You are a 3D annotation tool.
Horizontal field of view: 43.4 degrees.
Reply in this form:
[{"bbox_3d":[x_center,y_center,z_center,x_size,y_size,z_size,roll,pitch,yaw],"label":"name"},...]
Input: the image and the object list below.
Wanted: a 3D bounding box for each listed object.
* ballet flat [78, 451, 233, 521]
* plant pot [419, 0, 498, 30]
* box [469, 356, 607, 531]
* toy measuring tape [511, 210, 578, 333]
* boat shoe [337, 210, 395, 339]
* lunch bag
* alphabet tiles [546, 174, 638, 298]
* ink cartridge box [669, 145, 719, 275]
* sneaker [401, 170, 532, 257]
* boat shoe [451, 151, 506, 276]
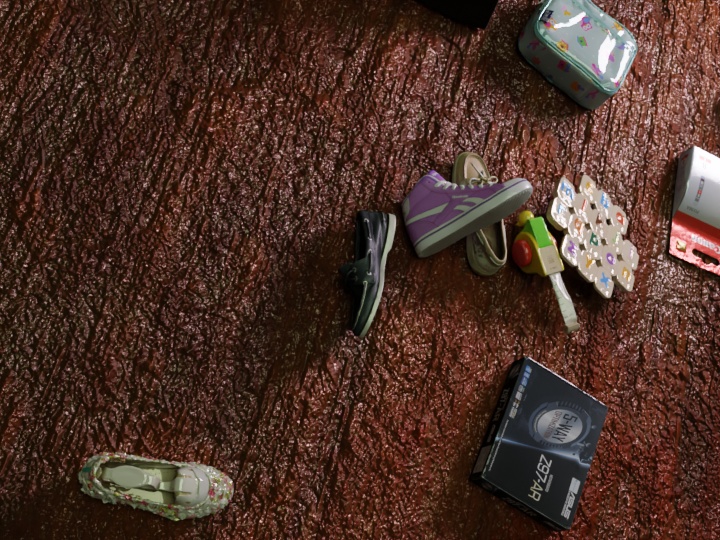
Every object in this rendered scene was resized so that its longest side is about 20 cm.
[{"bbox_3d":[-0.249,0.268,1.123,0.196,0.064,0.077,10,69,-19],"label":"ballet flat"},{"bbox_3d":[0.152,-0.547,1.477,0.173,0.200,0.204,8,70,-7],"label":"plant pot"},{"bbox_3d":[0.266,0.256,1.340,0.158,0.044,0.202,32,65,-9],"label":"box"},{"bbox_3d":[0.284,0.005,1.413,0.072,0.074,0.204,-12,77,-24],"label":"toy measuring tape"},{"bbox_3d":[0.001,-0.001,1.301,0.065,0.075,0.203,19,67,-12],"label":"boat shoe"},{"bbox_3d":[0.379,-0.397,1.573,0.199,0.077,0.162,38,64,-6],"label":"lunch bag"},{"bbox_3d":[0.379,-0.056,1.470,0.199,0.015,0.198,40,49,-17],"label":"alphabet tiles"},{"bbox_3d":[0.627,-0.099,1.592,0.159,0.050,0.204,21,64,-14],"label":"ink cartridge box"},{"bbox_3d":[0.151,-0.115,1.353,0.197,0.073,0.116,-25,71,13],"label":"sneaker"},{"bbox_3d":[0.193,-0.096,1.412,0.072,0.063,0.205,-6,75,-22],"label":"boat shoe"}]
